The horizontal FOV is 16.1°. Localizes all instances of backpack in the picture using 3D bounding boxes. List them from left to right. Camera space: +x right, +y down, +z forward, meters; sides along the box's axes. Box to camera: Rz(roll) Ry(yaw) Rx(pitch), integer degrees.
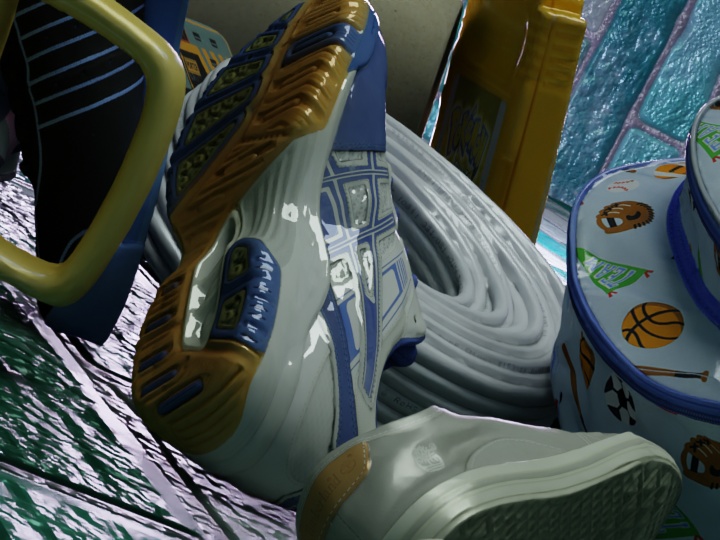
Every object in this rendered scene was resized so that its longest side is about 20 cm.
[{"bbox_3d":[0.165,0.024,0.927,0.190,0.155,0.200,-7,32,-4],"label":"backpack"}]

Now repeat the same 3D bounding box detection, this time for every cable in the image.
[{"bbox_3d":[0.000,0.000,1.006,0.200,0.069,0.200,50,21,17],"label":"cable"}]

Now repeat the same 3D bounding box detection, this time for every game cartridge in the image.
[{"bbox_3d":[0.062,-0.052,1.303,0.032,0.201,0.176,10,9,-11],"label":"game cartridge"}]

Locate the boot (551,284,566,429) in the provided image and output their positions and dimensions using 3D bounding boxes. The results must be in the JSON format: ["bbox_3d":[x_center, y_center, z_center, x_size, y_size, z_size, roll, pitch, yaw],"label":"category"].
[{"bbox_3d":[0.102,0.056,1.104,0.166,0.072,0.200,41,-4,14],"label":"boot"}]

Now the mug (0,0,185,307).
[{"bbox_3d":[-0.162,-0.082,0.825,0.186,0.154,0.149,25,6,-28],"label":"mug"}]

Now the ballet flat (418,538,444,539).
[{"bbox_3d":[0.087,0.123,0.657,0.199,0.070,0.069,27,6,-3],"label":"ballet flat"}]

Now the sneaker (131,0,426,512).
[{"bbox_3d":[-0.018,-0.005,0.867,0.075,0.201,0.088,-23,-50,39],"label":"sneaker"}]

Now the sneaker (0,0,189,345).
[{"bbox_3d":[-0.104,-0.077,0.906,0.078,0.201,0.070,10,-2,-12],"label":"sneaker"}]

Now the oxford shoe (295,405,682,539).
[{"bbox_3d":[0.045,0.075,0.802,0.058,0.075,0.200,34,14,28],"label":"oxford shoe"}]

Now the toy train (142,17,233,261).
[{"bbox_3d":[-0.087,-0.067,1.147,0.200,0.085,0.114,-2,73,-78],"label":"toy train"}]

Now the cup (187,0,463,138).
[{"bbox_3d":[-0.028,-0.115,1.335,0.143,0.201,0.200,18,6,3],"label":"cup"}]

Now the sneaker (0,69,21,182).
[{"bbox_3d":[-0.170,-0.081,1.096,0.070,0.082,0.200,27,7,-5],"label":"sneaker"}]
